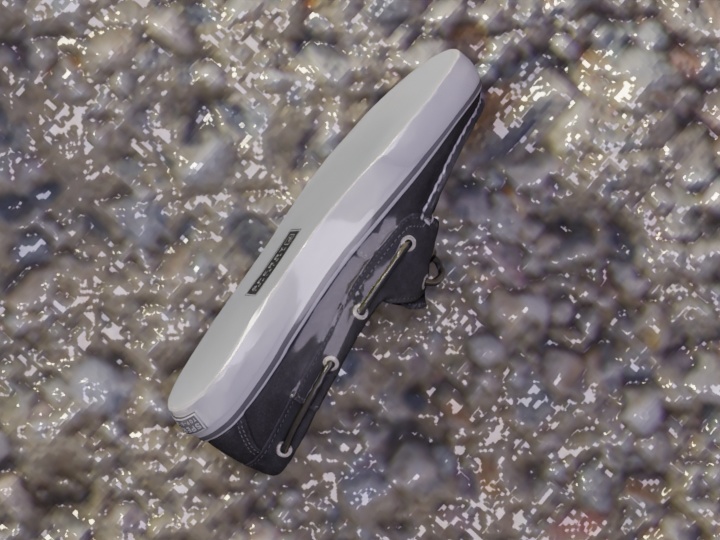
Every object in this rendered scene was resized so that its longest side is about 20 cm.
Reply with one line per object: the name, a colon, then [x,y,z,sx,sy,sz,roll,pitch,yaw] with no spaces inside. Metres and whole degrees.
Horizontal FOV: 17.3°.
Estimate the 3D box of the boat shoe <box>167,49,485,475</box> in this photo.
boat shoe: [0.000,0.000,1.016,0.066,0.070,0.201,39,77,-18]
